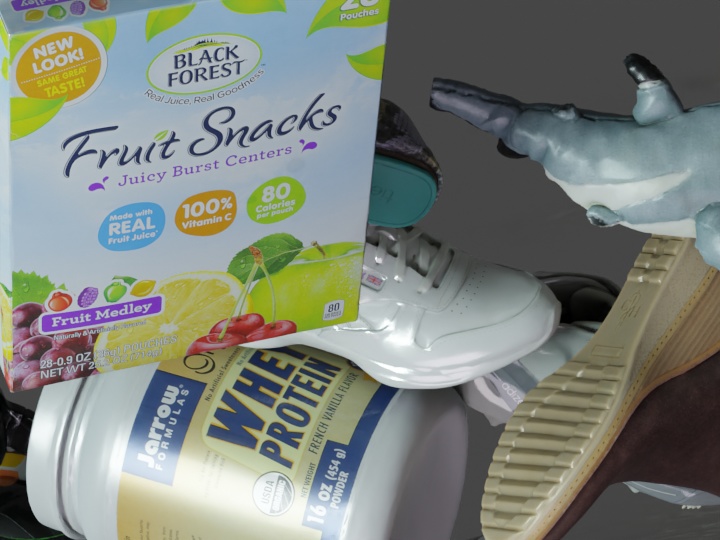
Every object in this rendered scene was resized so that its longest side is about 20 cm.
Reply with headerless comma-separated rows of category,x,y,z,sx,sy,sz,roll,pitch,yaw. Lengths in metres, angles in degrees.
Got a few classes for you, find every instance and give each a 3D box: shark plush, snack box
shark plush,0.136,-0.068,1.264,0.200,0.091,0.083,19,124,17
snack box,-0.081,-0.053,1.149,0.168,0.068,0.200,-12,133,-18

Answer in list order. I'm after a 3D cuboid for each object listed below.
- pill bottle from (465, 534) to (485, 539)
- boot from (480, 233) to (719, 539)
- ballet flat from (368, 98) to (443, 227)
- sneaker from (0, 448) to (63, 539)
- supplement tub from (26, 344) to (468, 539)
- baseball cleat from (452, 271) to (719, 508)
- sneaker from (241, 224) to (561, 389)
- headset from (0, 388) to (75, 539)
pill bottle,0.050,0.219,1.563,0.200,0.113,0.112,-19,135,28
boot,0.165,0.092,1.335,0.166,0.200,0.072,40,168,-30
ballet flat,-0.056,-0.070,1.248,0.200,0.072,0.072,14,142,-29
sneaker,-0.153,0.156,1.531,0.200,0.090,0.070,1,141,7
supplement tub,-0.058,0.102,1.384,0.200,0.145,0.145,15,144,18
baseball cleat,0.142,0.063,1.391,0.200,0.070,0.106,18,140,-14
sneaker,0.000,0.000,1.315,0.200,0.075,0.100,8,129,12
headset,-0.231,0.093,1.453,0.200,0.124,0.094,22,121,-2
